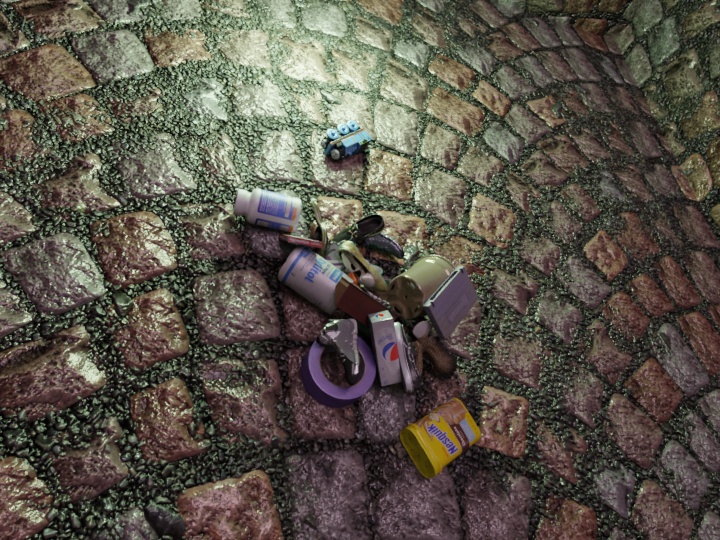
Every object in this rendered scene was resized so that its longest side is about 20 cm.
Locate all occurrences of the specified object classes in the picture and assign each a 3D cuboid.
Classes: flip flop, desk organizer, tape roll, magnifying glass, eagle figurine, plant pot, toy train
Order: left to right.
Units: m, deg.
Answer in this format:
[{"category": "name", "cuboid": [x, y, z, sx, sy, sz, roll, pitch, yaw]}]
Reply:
[{"category": "flip flop", "cuboid": [-0.142, -0.138, 1.678, 0.057, 0.081, 0.201, -16, 68, -4]}, {"category": "tape roll", "cuboid": [-0.062, 0.278, 1.448, 0.199, 0.085, 0.201, 10, 57, -16]}, {"category": "toy train", "cuboid": [-0.057, -0.482, 1.913, 0.200, 0.087, 0.114, -34, 84, -35]}, {"category": "desk organizer", "cuboid": [0.007, 0.105, 1.477, 0.200, 0.072, 0.077, 36, 88, -29]}, {"category": "magnifying glass", "cuboid": [0.008, 0.100, 1.582, 0.201, 0.079, 0.022, 67, 15, 11]}, {"category": "plant pot", "cuboid": [0.184, 0.063, 1.581, 0.183, 0.200, 0.201, -15, 66, -50]}, {"category": "eagle figurine", "cuboid": [0.190, 0.251, 1.541, 0.151, 0.151, 0.201, 11, 53, -58]}]

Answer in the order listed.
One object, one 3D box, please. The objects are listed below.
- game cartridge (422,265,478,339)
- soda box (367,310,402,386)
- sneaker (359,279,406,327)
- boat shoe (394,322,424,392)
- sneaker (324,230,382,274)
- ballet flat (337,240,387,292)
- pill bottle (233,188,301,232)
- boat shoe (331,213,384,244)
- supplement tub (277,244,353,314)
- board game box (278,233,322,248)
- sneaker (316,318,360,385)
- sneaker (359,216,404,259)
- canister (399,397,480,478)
[{"category": "game cartridge", "cuboid": [0.271, 0.095, 1.526, 0.200, 0.038, 0.130, -43, 119, -32]}, {"category": "soda box", "cuboid": [0.069, 0.220, 1.450, 0.063, 0.068, 0.201, -11, 106, -8]}, {"category": "sneaker", "cuboid": [0.091, 0.093, 1.633, 0.200, 0.076, 0.115, 44, 51, 7]}, {"category": "boat shoe", "cuboid": [0.135, 0.244, 1.457, 0.056, 0.069, 0.201, -10, 76, -4]}, {"category": "sneaker", "cuboid": [-0.013, -0.055, 1.637, 0.199, 0.078, 0.141, 8, 96, -20]}, {"category": "ballet flat", "cuboid": [0.000, 0.000, 1.568, 0.200, 0.071, 0.071, 52, 54, -3]}, {"category": "pill bottle", "cuboid": [-0.295, -0.195, 1.618, 0.199, 0.112, 0.113, 13, 56, -16]}, {"category": "boat shoe", "cuboid": [-0.014, -0.126, 1.689, 0.201, 0.063, 0.074, -27, 72, -5]}, {"category": "supplement tub", "cuboid": [-0.135, 0.026, 1.540, 0.199, 0.132, 0.132, 33, 53, 0]}, {"category": "board game box", "cuboid": [-0.186, -0.092, 1.565, 0.102, 0.200, 0.020, 9, 94, -18]}, {"category": "sneaker", "cuboid": [-0.065, 0.218, 1.395, 0.115, 0.075, 0.201, 8, 48, -13]}, {"category": "sneaker", "cuboid": [0.055, -0.090, 1.741, 0.200, 0.075, 0.088, 41, 70, 14]}, {"category": "canister", "cuboid": [0.230, 0.469, 1.456, 0.199, 0.087, 0.149, -23, 72, -34]}]
